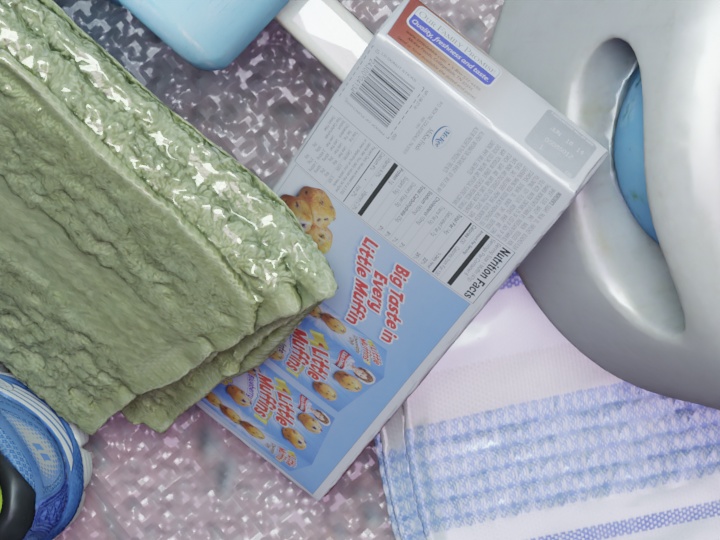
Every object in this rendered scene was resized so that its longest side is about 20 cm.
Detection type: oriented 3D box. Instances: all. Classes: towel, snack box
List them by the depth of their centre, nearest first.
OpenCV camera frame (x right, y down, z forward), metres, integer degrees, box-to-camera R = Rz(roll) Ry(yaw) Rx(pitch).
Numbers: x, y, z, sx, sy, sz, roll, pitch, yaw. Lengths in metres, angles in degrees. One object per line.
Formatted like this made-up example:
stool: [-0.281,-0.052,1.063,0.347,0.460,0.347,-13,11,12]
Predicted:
snack box: [0.000,0.000,0.858,0.072,0.200,0.024,38,52,1]
towel: [-0.109,-0.032,0.859,0.200,0.148,0.037,40,54,-11]
towel: [0.082,0.080,0.940,0.147,0.024,0.201,-13,96,1]

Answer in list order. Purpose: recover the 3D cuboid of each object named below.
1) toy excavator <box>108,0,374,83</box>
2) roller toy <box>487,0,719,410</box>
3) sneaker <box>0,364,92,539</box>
toy excavator: [-0.032,-0.091,0.852,0.100,0.194,0.200,-45,81,3]
roller toy: [0.143,-0.043,0.845,0.200,0.140,0.183,34,79,-25]
sneaker: [-0.185,0.043,0.900,0.199,0.089,0.079,15,95,0]
